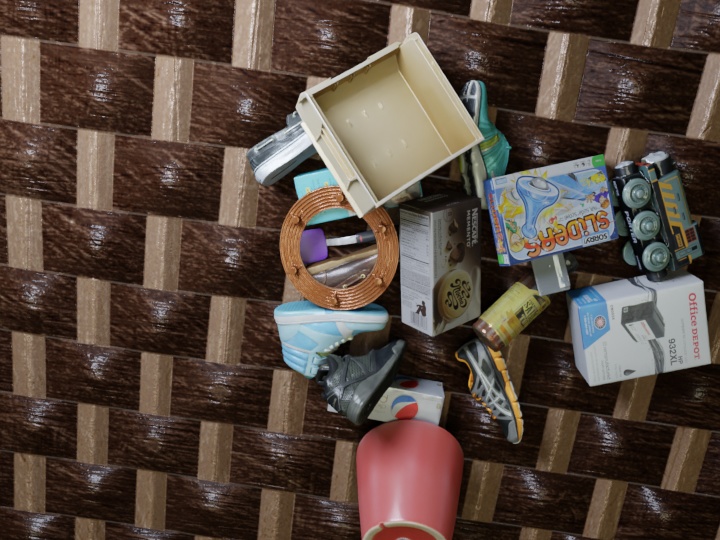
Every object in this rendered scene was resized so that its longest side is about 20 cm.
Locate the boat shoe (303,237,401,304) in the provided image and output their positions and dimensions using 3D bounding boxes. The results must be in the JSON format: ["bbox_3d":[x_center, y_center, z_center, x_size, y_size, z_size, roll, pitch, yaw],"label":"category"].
[{"bbox_3d":[0.000,0.000,1.046,0.198,0.070,0.071,-18,97,16],"label":"boat shoe"}]

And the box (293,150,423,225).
[{"bbox_3d":[-0.002,-0.135,1.020,0.197,0.049,0.083,-12,104,6],"label":"box"}]

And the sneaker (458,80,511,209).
[{"bbox_3d":[0.195,-0.199,0.992,0.079,0.078,0.203,-15,110,-11],"label":"sneaker"}]

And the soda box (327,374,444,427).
[{"bbox_3d":[0.045,0.221,1.105,0.197,0.064,0.069,10,105,-1],"label":"soda box"}]

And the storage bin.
[{"bbox_3d":[0.038,-0.215,0.921,0.199,0.094,0.200,-33,91,-17],"label":"storage bin"}]

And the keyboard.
[{"bbox_3d":[0.289,-0.063,1.008,0.056,0.011,0.203,-12,86,-7],"label":"keyboard"}]

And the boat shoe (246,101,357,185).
[{"bbox_3d":[-0.095,-0.218,0.990,0.199,0.072,0.071,-34,84,2],"label":"boat shoe"}]

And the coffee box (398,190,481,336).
[{"bbox_3d":[0.127,-0.014,0.997,0.112,0.079,0.203,-17,114,-34],"label":"coffee box"}]

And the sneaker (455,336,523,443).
[{"bbox_3d":[0.228,0.207,1.089,0.076,0.078,0.202,-21,92,7],"label":"sneaker"}]

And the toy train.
[{"bbox_3d":[0.468,-0.087,0.998,0.113,0.085,0.202,-23,101,-4],"label":"toy train"}]

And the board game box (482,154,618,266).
[{"bbox_3d":[0.298,-0.095,0.980,0.197,0.034,0.137,-14,94,-14],"label":"board game box"}]

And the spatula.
[{"bbox_3d":[-0.022,-0.051,1.057,0.197,0.021,0.057,-9,103,5],"label":"spatula"}]

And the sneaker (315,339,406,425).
[{"bbox_3d":[0.000,0.160,1.041,0.113,0.199,0.077,26,129,19],"label":"sneaker"}]

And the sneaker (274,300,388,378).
[{"bbox_3d":[-0.046,0.121,1.077,0.197,0.080,0.132,0,103,13],"label":"sneaker"}]

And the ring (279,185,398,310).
[{"bbox_3d":[-0.037,-0.033,1.000,0.197,0.019,0.203,2,103,11],"label":"ring"}]

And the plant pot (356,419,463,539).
[{"bbox_3d":[0.079,0.385,1.059,0.197,0.178,0.202,4,126,5],"label":"plant pot"}]

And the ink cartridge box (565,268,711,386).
[{"bbox_3d":[0.457,0.094,1.039,0.197,0.084,0.147,-12,104,6],"label":"ink cartridge box"}]

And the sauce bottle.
[{"bbox_3d":[0.273,0.046,1.028,0.200,0.066,0.066,-44,99,-3],"label":"sauce bottle"}]
